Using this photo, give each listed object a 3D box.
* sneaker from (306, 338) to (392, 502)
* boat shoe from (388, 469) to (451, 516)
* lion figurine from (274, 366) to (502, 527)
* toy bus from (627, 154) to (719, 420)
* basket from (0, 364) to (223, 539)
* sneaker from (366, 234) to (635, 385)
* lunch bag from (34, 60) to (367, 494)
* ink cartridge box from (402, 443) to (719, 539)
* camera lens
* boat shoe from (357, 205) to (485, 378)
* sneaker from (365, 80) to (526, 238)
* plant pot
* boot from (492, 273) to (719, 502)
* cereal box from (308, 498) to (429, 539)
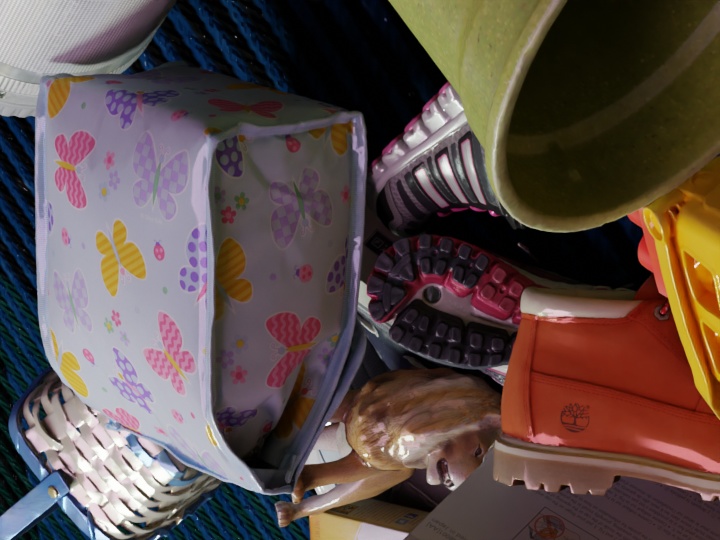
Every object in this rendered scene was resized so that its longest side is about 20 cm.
[{"bbox_3d":[-0.012,0.102,1.365,0.070,0.073,0.201,20,137,36],"label":"sneaker"},{"bbox_3d":[0.059,0.144,1.326,0.072,0.068,0.200,50,132,18],"label":"boat shoe"},{"bbox_3d":[0.010,0.097,1.236,0.200,0.121,0.073,146,109,-80],"label":"lion figurine"},{"bbox_3d":[0.201,0.028,0.974,0.192,0.135,0.201,31,148,52],"label":"toy bus"},{"bbox_3d":[-0.157,0.111,1.474,0.139,0.176,0.200,49,130,3],"label":"basket"},{"bbox_3d":[0.102,0.031,1.137,0.199,0.081,0.075,26,-173,5],"label":"sneaker"},{"bbox_3d":[-0.085,0.002,1.156,0.169,0.126,0.202,19,111,47],"label":"lunch bag"},{"bbox_3d":[0.142,0.151,1.110,0.199,0.176,0.045,29,142,28],"label":"ink cartridge box"},{"bbox_3d":[-0.166,-0.189,1.176,0.160,0.160,0.200,50,149,2],"label":"camera lens"},{"bbox_3d":[0.000,0.000,1.244,0.200,0.075,0.093,43,157,19],"label":"boat shoe"},{"bbox_3d":[0.068,-0.052,1.100,0.088,0.074,0.200,50,147,4],"label":"sneaker"},{"bbox_3d":[0.076,-0.150,0.901,0.184,0.199,0.201,46,150,29],"label":"plant pot"},{"bbox_3d":[0.166,0.057,1.061,0.198,0.075,0.108,4,91,7],"label":"boot"},{"bbox_3d":[0.061,0.219,1.279,0.199,0.039,0.145,9,109,36],"label":"cereal box"}]
